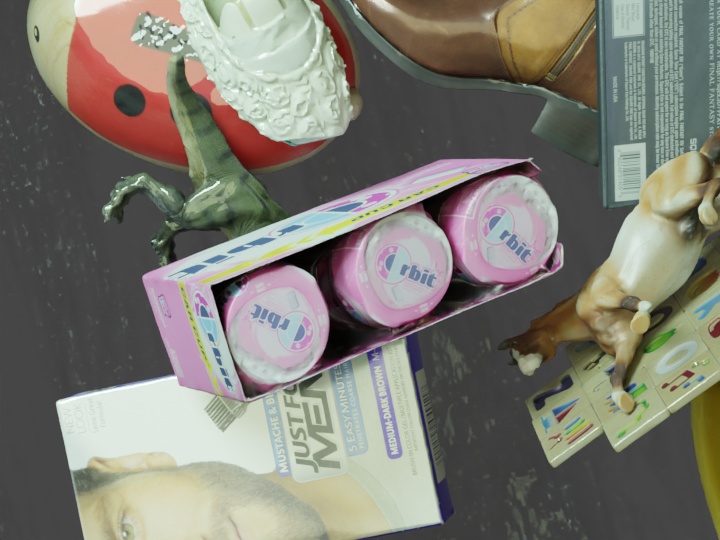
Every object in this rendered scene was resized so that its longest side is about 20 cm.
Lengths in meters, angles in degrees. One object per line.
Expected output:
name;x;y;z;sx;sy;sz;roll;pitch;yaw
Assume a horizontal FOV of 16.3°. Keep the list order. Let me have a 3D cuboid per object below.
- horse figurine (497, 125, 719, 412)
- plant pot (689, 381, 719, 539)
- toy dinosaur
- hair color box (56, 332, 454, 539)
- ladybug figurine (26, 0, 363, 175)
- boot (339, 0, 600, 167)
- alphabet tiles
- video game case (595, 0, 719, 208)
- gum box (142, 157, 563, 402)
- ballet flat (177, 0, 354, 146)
horse figurine;0.157;-0.010;1.310;0.050;0.133;0.200;33;96;-13
plant pot;0.294;0.107;1.292;0.188;0.201;0.202;-20;87;-10
toy dinosaur;-0.086;-0.036;1.377;0.088;0.048;0.200;-18;128;20
hair color box;-0.058;0.103;1.390;0.199;0.065;0.110;-12;89;8
ladybug figurine;-0.093;-0.124;1.391;0.199;0.072;0.137;16;91;7
boot;0.104;-0.178;1.334;0.188;0.068;0.201;30;115;6
alphabet tiles;0.173;0.028;1.313;0.200;0.166;0.006;-36;104;6
video game case;0.224;-0.108;1.330;0.199;0.019;0.144;-6;119;-3
gum box;0.000;0.000;1.321;0.199;0.113;0.066;-22;100;-20
ballet flat;-0.069;-0.156;1.322;0.072;0.072;0.201;-31;81;6
